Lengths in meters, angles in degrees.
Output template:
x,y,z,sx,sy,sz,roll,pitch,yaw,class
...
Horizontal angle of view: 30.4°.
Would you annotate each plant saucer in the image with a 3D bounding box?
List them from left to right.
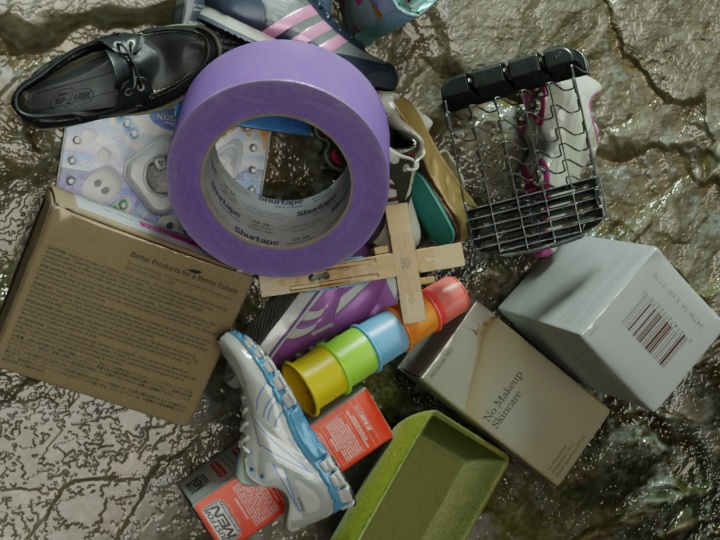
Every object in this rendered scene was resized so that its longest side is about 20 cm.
x,y,z,sx,sy,sz,roll,pitch,yaw,class
0.050,0.243,1.340,0.200,0.048,0.200,-60,144,-5,plant saucer

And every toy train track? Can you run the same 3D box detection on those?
x,y,z,sx,sy,sz,roll,pitch,yaw,class
0.000,0.000,1.280,0.199,0.033,0.115,-9,89,-8,toy train track

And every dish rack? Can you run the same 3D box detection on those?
x,y,z,sx,sy,sz,roll,pitch,yaw,class
0.163,-0.115,1.310,0.153,0.055,0.201,-14,78,18,dish rack

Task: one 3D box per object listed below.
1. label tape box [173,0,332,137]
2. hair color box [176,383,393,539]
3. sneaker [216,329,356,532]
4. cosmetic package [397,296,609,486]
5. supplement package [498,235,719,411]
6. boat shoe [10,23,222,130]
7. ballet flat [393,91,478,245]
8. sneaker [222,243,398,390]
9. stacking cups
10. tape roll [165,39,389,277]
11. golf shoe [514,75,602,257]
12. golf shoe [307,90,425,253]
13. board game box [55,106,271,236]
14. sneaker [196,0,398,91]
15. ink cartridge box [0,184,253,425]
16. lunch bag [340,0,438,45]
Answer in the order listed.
x,y,z,sx,sy,sz,roll,pitch,yaw,class
-0.105,-0.237,1.270,0.143,0.063,0.201,6,95,-19,label tape box
-0.075,0.186,1.303,0.199,0.101,0.061,-33,102,-12,hair color box
-0.087,0.150,1.215,0.086,0.075,0.201,-31,90,-7,sneaker
0.150,0.124,1.387,0.200,0.073,0.104,38,84,-19,cosmetic package
0.249,0.047,1.343,0.117,0.200,0.117,44,82,-17,supplement package
-0.224,-0.176,1.196,0.198,0.066,0.075,-12,92,6,boat shoe
0.057,-0.118,1.345,0.063,0.068,0.201,-43,112,-34,ballet flat
-0.038,0.063,1.320,0.201,0.073,0.114,-47,110,-9,sneaker
0.018,0.064,1.289,0.200,0.060,0.061,-33,105,-22,stacking cups
-0.072,-0.099,1.196,0.199,0.085,0.201,1,123,1,tape roll
0.211,-0.114,1.384,0.091,0.075,0.201,0,97,-21,golf shoe
0.025,-0.089,1.285,0.200,0.088,0.077,60,35,-37,golf shoe
-0.188,-0.091,1.278,0.199,0.026,0.201,8,93,-19,board game box
-0.045,-0.228,1.221,0.199,0.070,0.082,20,93,-22,sneaker
-0.224,0.034,1.234,0.199,0.075,0.165,21,101,-21,ink cartridge box
0.043,-0.318,1.253,0.121,0.170,0.201,10,88,-17,lunch bag
